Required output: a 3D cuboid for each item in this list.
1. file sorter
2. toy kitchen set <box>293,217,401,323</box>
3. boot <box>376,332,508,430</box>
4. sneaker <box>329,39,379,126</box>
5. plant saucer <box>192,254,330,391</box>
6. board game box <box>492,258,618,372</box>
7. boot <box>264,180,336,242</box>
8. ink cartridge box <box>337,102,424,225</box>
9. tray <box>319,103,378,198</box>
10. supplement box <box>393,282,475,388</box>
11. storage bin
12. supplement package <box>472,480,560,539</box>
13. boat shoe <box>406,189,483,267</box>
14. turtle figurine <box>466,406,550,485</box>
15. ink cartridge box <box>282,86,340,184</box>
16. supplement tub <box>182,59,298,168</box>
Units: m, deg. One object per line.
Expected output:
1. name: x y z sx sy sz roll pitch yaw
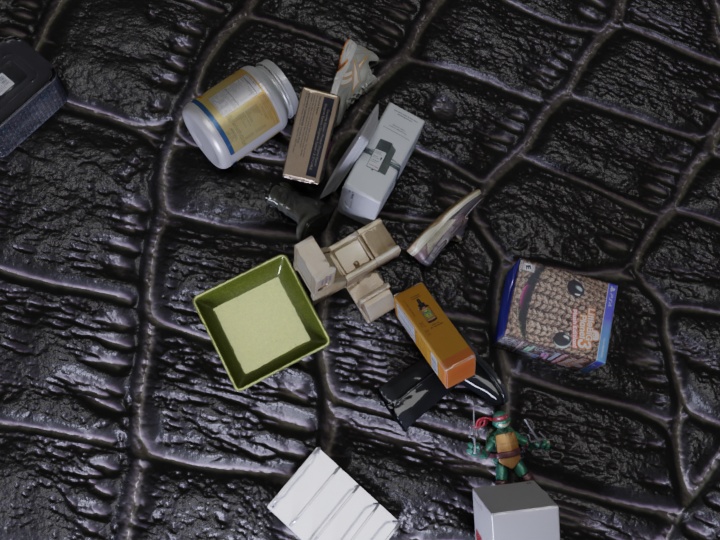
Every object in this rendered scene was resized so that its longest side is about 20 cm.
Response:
1. file sorter: -0.044 0.423 1.366 0.200 0.125 0.139 41 74 7
2. toy kitchen set: 0.000 0.000 1.471 0.199 0.181 0.164 -30 79 -12
3. boot: 0.152 0.231 1.470 0.199 0.066 0.165 -31 66 -19
4. sneaker: -0.013 -0.387 1.648 0.091 0.076 0.202 17 73 -5
5. plant saucer: -0.187 0.100 1.491 0.198 0.048 0.201 -26 78 -13
6. board game box: 0.374 0.088 1.524 0.198 0.097 0.161 15 72 -1
7. boot: -0.129 -0.112 1.505 0.130 0.200 0.068 26 108 1
8. ink cartridge box: 0.039 -0.204 1.557 0.083 0.147 0.201 28 73 2
9. tray: -0.017 -0.224 1.522 0.022 0.200 0.108 30 51 -8
10. supplement box: 0.136 0.118 1.470 0.066 0.069 0.201 -24 53 -12
11. storage bin: -0.698 -0.342 1.555 0.135 0.094 0.200 39 74 7
12. supplement package: 0.267 0.481 1.346 0.118 0.121 0.202 -5 95 -7
13. boat shoe: 0.179 -0.084 1.576 0.200 0.072 0.065 -42 93 -19
14. turtle figurine: 0.271 0.332 1.438 0.148 0.101 0.202 -13 89 6
15. ink cartridge box: -0.091 -0.256 1.508 0.074 0.200 0.167 13 99 -3
16. supplement tub: -0.235 -0.312 1.564 0.199 0.145 0.145 -38 80 -15
